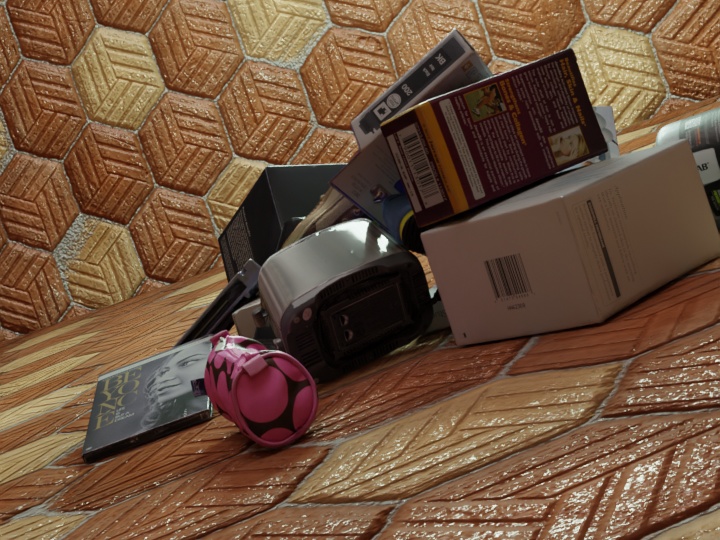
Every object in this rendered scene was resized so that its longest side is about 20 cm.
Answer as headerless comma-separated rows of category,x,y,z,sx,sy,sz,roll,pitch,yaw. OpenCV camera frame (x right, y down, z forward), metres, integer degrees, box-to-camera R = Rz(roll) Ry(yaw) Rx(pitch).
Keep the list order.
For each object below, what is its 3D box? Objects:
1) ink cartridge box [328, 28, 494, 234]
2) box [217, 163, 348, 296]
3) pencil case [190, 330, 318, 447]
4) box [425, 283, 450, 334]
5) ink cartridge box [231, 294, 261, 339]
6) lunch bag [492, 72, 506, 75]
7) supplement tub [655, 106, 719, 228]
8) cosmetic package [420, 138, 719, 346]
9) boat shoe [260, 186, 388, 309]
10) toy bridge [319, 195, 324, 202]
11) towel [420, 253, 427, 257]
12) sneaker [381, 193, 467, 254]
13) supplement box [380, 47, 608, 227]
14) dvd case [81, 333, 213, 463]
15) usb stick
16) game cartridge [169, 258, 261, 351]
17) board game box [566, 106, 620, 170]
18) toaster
ink cartridge box,0.067,-0.139,1.583,0.200,0.044,0.198,-42,-27,6
box,-0.059,-0.045,1.992,0.198,0.125,0.198,-4,-24,-29
pencil case,-0.098,0.106,1.384,0.090,0.095,0.200,-21,6,-14
box,0.145,0.016,1.678,0.143,0.037,0.200,-18,8,21
ink cartridge box,-0.058,0.050,1.823,0.145,0.084,0.200,-19,5,13
lunch bag,0.173,-0.157,1.882,0.176,0.083,0.199,-37,-32,29
supplement tub,0.418,-0.121,1.559,0.198,0.124,0.122,-18,6,28
cosmetic package,0.203,-0.027,1.446,0.199,0.124,0.198,-23,6,-39
boat shoe,-0.033,-0.027,1.658,0.201,0.072,0.072,-52,-13,-15
toy bridge,0.000,0.000,1.700,0.066,0.202,0.027,-7,-31,-6
towel,0.164,-0.060,1.746,0.199,0.023,0.144,-32,29,-20
sneaker,0.116,-0.054,1.582,0.198,0.067,0.079,5,25,-25
supplement box,0.134,-0.132,1.479,0.198,0.112,0.085,-23,2,-29
dvd case,-0.234,0.140,1.683,0.147,0.016,0.200,-20,21,4
usb stick,-0.086,0.032,1.698,0.055,0.202,0.033,-3,-27,35
game cartridge,-0.185,0.073,1.844,0.200,0.038,0.130,-49,-6,-2
board game box,0.198,-0.105,1.701,0.197,0.044,0.201,-1,47,1
toaster,-0.014,0.023,1.578,0.198,0.115,0.129,-26,34,-12
